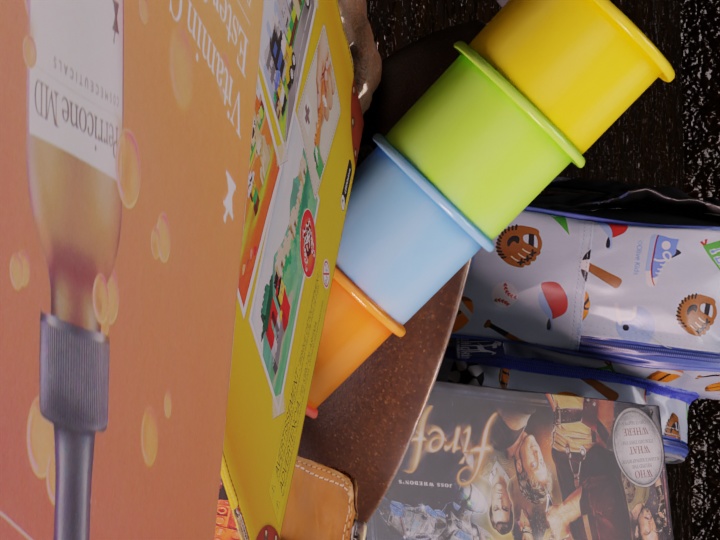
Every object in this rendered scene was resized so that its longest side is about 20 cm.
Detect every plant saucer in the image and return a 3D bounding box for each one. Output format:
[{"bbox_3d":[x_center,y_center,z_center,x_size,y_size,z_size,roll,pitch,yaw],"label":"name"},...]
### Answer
[{"bbox_3d":[0.000,0.000,0.893,0.200,0.037,0.201,-165,-90,-79],"label":"plant saucer"}]

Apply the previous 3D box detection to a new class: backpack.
[{"bbox_3d":[0.116,0.022,1.208,0.200,0.190,0.154,3,86,-79],"label":"backpack"}]

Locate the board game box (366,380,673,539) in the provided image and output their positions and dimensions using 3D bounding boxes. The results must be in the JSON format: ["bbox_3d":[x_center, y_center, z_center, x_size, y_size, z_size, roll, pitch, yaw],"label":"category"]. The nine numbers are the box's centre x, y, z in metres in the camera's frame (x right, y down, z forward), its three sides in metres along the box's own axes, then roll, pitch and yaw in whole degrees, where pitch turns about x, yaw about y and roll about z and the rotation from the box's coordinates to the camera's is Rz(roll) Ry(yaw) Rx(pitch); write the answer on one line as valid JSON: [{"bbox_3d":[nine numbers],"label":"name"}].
[{"bbox_3d":[0.061,0.119,1.041,0.200,0.035,0.136,8,72,-44],"label":"board game box"}]

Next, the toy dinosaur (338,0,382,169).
[{"bbox_3d":[-0.022,-0.098,0.853,0.136,0.086,0.200,-73,165,-74],"label":"toy dinosaur"}]

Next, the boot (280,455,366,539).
[{"bbox_3d":[-0.036,0.127,0.687,0.200,0.077,0.155,25,79,-82],"label":"boot"}]

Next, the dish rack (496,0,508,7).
[{"bbox_3d":[0.056,-0.234,1.099,0.200,0.044,0.172,86,-20,-44],"label":"dish rack"}]

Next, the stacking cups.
[{"bbox_3d":[0.014,-0.009,0.776,0.200,0.061,0.061,-49,166,3],"label":"stacking cups"}]

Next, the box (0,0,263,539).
[{"bbox_3d":[-0.092,-0.015,0.452,0.152,0.106,0.200,62,28,-64],"label":"box"}]

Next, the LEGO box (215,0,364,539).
[{"bbox_3d":[-0.060,-0.028,0.666,0.200,0.077,0.149,-79,162,-44],"label":"LEGO box"}]
